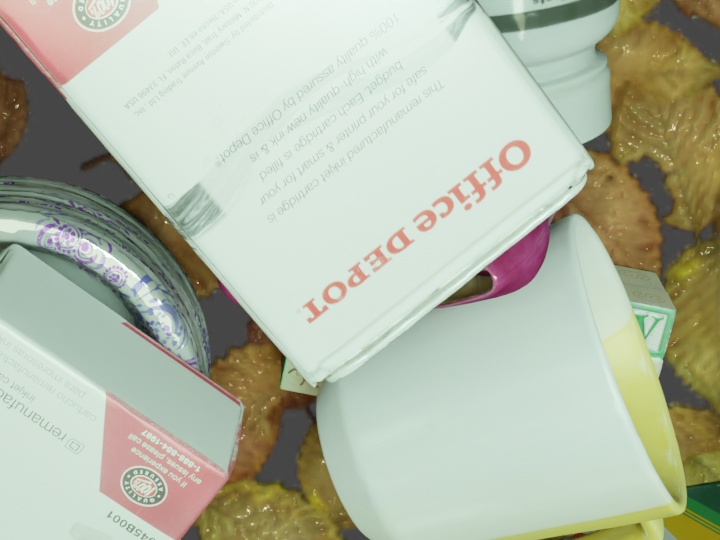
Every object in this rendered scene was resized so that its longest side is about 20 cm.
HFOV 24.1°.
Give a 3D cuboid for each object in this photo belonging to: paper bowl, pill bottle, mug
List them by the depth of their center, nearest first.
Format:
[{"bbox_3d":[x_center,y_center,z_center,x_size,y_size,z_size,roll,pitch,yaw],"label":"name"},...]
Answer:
[{"bbox_3d":[0.066,-0.164,0.813,0.113,0.114,0.202,-7,110,2],"label":"pill bottle"},{"bbox_3d":[0.070,0.086,0.827,0.152,0.149,0.188,-21,96,15],"label":"mug"},{"bbox_3d":[-0.178,0.049,0.891,0.198,0.105,0.203,-1,110,-1],"label":"paper bowl"}]

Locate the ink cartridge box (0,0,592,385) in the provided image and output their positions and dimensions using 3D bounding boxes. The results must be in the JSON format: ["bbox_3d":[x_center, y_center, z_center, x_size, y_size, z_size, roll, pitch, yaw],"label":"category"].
[{"bbox_3d":[-0.024,-0.079,0.667,0.145,0.085,0.200,-37,108,6],"label":"ink cartridge box"}]

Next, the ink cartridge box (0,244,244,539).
[{"bbox_3d":[-0.172,0.114,0.817,0.145,0.085,0.200,35,108,-12],"label":"ink cartridge box"}]

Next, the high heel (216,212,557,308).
[{"bbox_3d":[0.000,0.000,0.798,0.198,0.096,0.068,-8,113,28],"label":"high heel"}]

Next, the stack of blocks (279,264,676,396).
[{"bbox_3d":[0.064,0.019,0.908,0.198,0.059,0.116,11,110,-5],"label":"stack of blocks"}]

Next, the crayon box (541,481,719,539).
[{"bbox_3d":[0.131,0.184,0.938,0.198,0.119,0.059,-10,110,2],"label":"crayon box"}]
